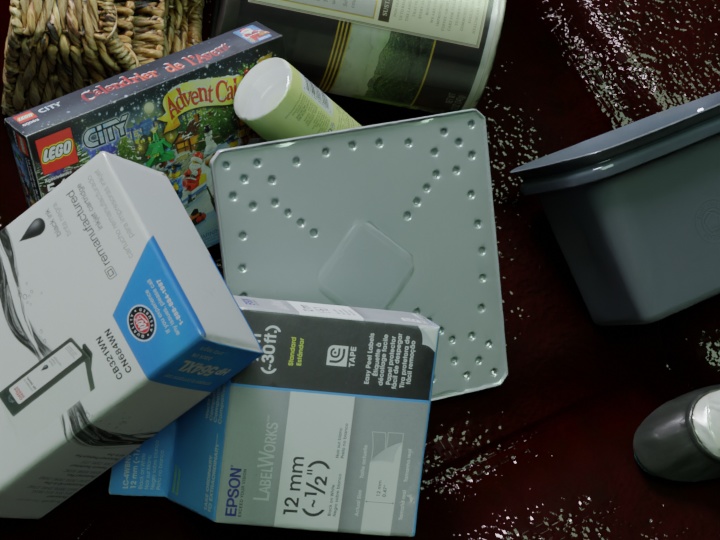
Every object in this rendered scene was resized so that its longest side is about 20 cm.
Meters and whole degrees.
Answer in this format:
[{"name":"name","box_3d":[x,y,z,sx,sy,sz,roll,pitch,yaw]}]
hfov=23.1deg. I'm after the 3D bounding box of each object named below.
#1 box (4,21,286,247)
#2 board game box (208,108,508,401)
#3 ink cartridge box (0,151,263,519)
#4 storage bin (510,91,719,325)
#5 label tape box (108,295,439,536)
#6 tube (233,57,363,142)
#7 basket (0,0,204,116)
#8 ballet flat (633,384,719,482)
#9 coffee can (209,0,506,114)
[{"name":"box","box_3d":[-0.136,-0.075,1.227,0.200,0.137,0.038,-26,36,-25]},{"name":"board game box","box_3d":[0.000,0.000,1.219,0.200,0.026,0.200,-11,104,-20]},{"name":"ink cartridge box","box_3d":[-0.185,0.045,1.115,0.200,0.084,0.146,-37,70,15]},{"name":"storage bin","box_3d":[0.228,-0.046,1.314,0.200,0.146,0.135,-21,95,-22]},{"name":"label tape box","box_3d":[-0.057,0.093,1.157,0.200,0.066,0.144,6,96,-13]},{"name":"tube","box_3d":[-0.011,-0.078,1.260,0.058,0.200,0.052,-53,43,0]},{"name":"basket","box_3d":[-0.178,-0.217,1.287,0.149,0.143,0.200,7,61,-10]},{"name":"ballet flat","box_3d":[0.295,0.104,1.276,0.200,0.068,0.068,-9,67,-18]},{"name":"coffee can","box_3d":[-0.004,-0.202,1.321,0.200,0.146,0.147,10,60,-9]}]
